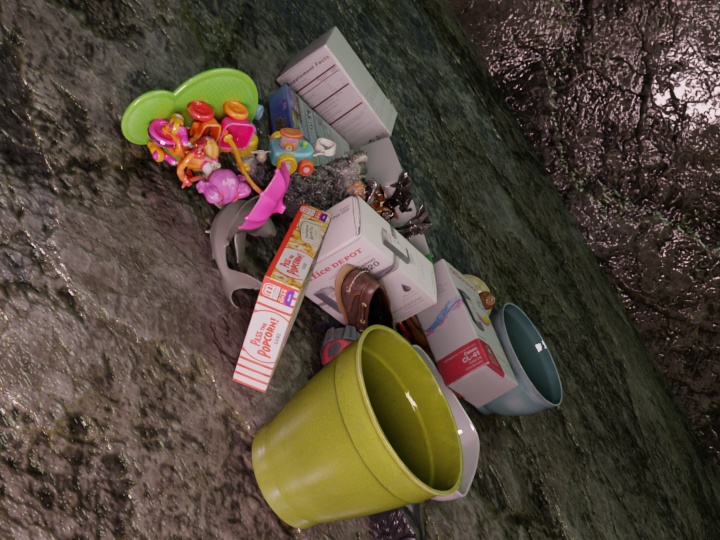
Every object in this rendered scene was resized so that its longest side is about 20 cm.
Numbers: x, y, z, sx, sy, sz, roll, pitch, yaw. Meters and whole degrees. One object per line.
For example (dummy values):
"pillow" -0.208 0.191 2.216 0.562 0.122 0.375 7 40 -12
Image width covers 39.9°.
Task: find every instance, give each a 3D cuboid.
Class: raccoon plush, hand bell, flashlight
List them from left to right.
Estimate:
"raccoon plush" -0.071 -0.153 1.475 0.200 0.096 0.136 40 71 -38
"flashlight" -0.028 0.164 1.316 0.067 0.068 0.202 17 41 -11
"hand bell" 0.207 0.056 1.767 0.105 0.103 0.200 59 -6 0

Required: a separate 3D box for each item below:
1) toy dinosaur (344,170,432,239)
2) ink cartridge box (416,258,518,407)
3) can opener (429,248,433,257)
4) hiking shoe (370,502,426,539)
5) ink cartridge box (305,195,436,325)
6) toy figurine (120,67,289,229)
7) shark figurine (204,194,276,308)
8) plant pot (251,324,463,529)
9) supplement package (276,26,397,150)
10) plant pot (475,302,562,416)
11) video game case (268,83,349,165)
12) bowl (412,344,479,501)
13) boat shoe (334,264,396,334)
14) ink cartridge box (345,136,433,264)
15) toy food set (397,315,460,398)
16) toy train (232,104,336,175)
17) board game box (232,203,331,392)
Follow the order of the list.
"toy dinosaur" 0.024 -0.079 1.499 0.200 0.134 0.104 107 -40 -76
"ink cartridge box" 0.162 0.102 1.604 0.147 0.085 0.202 34 31 -56
"can opener" 0.124 0.036 1.811 0.065 0.053 0.203 -9 64 -29
"hiking shoe" 0.037 0.279 1.314 0.100 0.075 0.204 23 51 -67
"ink cartridge box" 0.000 0.000 1.456 0.200 0.144 0.086 40 32 -38
"toy figurine" -0.171 -0.134 1.226 0.198 0.151 0.185 -7 50 -42
"shark figurine" -0.154 -0.058 1.287 0.129 0.089 0.215 50 23 -19
"plant pot" -0.016 0.196 1.129 0.200 0.191 0.202 45 27 -31
"supplement package" -0.039 -0.312 1.784 0.201 0.116 0.117 52 25 -18
"plant pot" 0.258 0.180 1.791 0.200 0.133 0.202 45 27 -30
"video game case" -0.076 -0.183 1.646 0.181 0.045 0.202 40 30 -42
"bowl" 0.089 0.229 1.460 0.201 0.074 0.200 56 24 -9
"boat shoe" 0.017 0.078 1.413 0.071 0.070 0.201 -52 146 -24
"ink cartridge box" 0.050 -0.095 1.644 0.147 0.083 0.202 -107 177 -53
"toy food set" 0.107 0.112 1.670 0.198 0.048 0.202 46 27 -30
"toy train" -0.134 -0.214 1.441 0.197 0.056 0.151 25 41 11
"board game box" -0.094 0.029 1.223 0.046 0.153 0.201 20 28 -1
